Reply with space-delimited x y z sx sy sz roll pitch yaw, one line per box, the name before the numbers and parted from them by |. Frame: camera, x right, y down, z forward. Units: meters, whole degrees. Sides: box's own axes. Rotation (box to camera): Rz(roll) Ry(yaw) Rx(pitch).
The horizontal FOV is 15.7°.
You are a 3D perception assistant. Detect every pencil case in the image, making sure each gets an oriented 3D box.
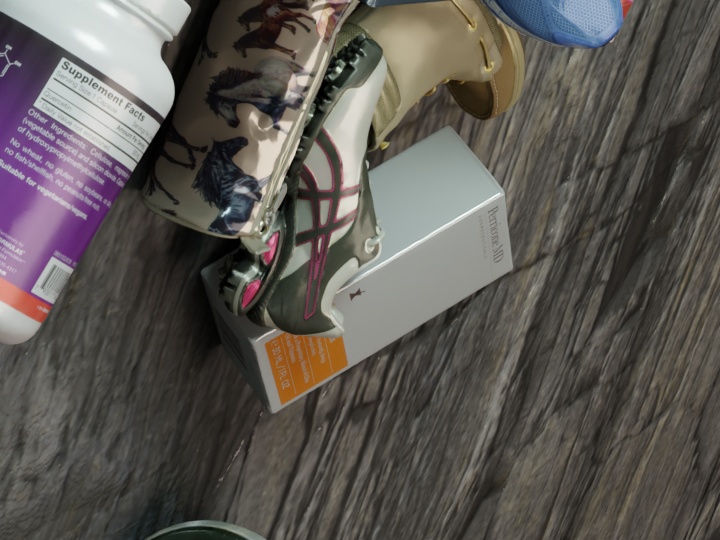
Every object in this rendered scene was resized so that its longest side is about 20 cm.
pencil case | -0.057 -0.114 1.564 0.201 0.089 0.078 -66 169 12

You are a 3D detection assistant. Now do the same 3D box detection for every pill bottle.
pill bottle | -0.172 -0.070 1.352 0.201 0.112 0.112 -59 157 -3

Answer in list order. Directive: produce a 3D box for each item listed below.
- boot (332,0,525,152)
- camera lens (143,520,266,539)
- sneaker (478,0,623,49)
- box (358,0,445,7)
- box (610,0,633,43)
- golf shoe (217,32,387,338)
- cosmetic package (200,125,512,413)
boot | 0.037 -0.132 1.753 0.156 0.073 0.200 -51 153 -21
camera lens | -0.095 0.275 1.850 0.160 0.160 0.200 -56 157 -10
sneaker | 0.101 -0.195 1.533 0.079 0.089 0.200 -48 130 -5
box | -0.023 -0.245 1.340 0.107 0.200 0.149 -13 130 -59
box | 0.090 -0.231 1.631 0.200 0.095 0.100 22 98 -41
golf shoe | -0.018 -0.052 1.646 0.077 0.088 0.201 -91 -156 -69
cosmetic package | 0.000 0.000 1.754 0.199 0.071 0.102 -31 150 -11
